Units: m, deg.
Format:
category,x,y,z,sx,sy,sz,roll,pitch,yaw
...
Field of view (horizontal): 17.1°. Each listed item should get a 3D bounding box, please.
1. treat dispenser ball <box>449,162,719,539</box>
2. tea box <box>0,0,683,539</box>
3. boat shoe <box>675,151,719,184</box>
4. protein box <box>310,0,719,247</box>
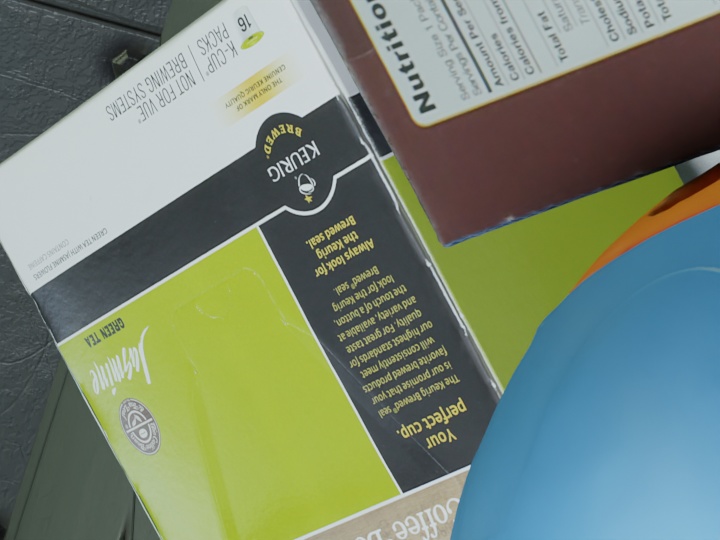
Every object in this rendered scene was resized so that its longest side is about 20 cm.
category,x,y,z,sx,sy,sz,roll,pitch,yaw
treat dispenser ball,0.113,0.068,0.422,0.201,0.200,0.202,-166,90,-78
tea box,0.000,0.000,0.850,0.200,0.133,0.198,-27,90,47
boat shoe,0.136,-0.107,0.839,0.072,0.070,0.202,-126,54,-79
protein box,0.100,-0.130,0.455,0.199,0.135,0.199,-19,17,36
